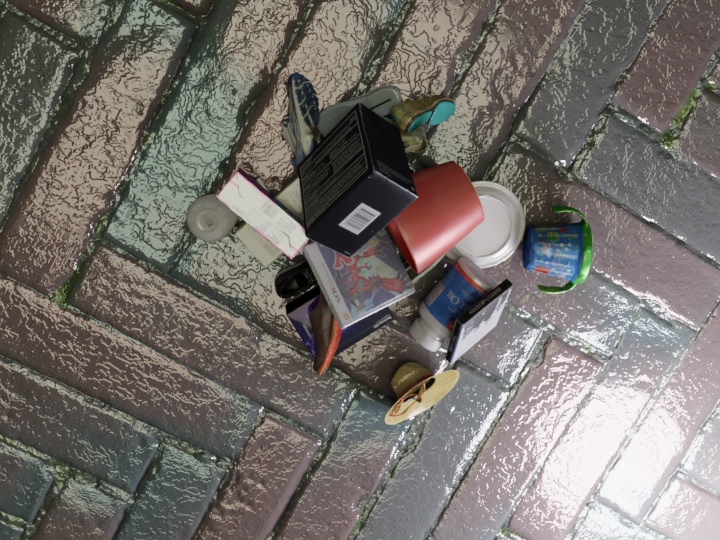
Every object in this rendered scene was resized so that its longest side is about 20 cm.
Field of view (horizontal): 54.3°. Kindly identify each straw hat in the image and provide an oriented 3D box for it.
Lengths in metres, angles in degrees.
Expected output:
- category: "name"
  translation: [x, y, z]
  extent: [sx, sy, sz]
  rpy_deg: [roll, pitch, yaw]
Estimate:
- category: "straw hat"
  translation: [0.119, 0.256, 1.594]
  extent: [0.200, 0.201, 0.085]
  rpy_deg: [-37, 61, 1]

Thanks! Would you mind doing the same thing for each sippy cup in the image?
- category: "sippy cup"
  translation: [0.431, -0.045, 1.558]
  extent: [0.129, 0.140, 0.179]
  rpy_deg: [5, 79, 2]

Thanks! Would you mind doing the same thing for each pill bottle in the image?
- category: "pill bottle"
  translation: [0.200, 0.080, 1.550]
  extent: [0.112, 0.112, 0.200]
  rpy_deg: [34, 108, -13]

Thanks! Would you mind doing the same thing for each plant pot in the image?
- category: "plant pot"
  translation: [0.144, -0.123, 1.441]
  extent: [0.176, 0.200, 0.201]
  rpy_deg: [-29, 104, 0]

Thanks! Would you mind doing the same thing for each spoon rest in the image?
- category: "spoon rest"
  translation: [-0.279, -0.133, 1.485]
  extent: [0.199, 0.061, 0.100]
  rpy_deg: [-29, 103, 13]

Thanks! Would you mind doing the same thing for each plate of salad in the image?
- category: "plate of salad"
  translation: [0.263, -0.102, 1.554]
  extent: [0.198, 0.048, 0.202]
  rpy_deg: [0, 111, 0]

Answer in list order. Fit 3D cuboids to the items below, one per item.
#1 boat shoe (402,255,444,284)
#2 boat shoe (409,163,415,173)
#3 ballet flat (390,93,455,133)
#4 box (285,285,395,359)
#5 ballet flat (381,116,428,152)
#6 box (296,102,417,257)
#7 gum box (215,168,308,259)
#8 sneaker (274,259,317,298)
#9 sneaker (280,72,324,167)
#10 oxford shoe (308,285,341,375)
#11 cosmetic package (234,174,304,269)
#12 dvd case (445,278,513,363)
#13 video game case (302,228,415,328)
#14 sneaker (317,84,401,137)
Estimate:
- category: "boat shoe"
  translation: [0.120, -0.016, 1.538]
  extent: [0.060, 0.076, 0.200]
  rpy_deg: [43, 100, -7]
- category: "boat shoe"
  translation: [0.025, -0.225, 1.481]
  extent: [0.200, 0.086, 0.075]
  rpy_deg: [19, 99, -11]
- category: "ballet flat"
  translation: [0.128, -0.332, 1.443]
  extent: [0.070, 0.200, 0.071]
  rpy_deg: [16, 119, 31]
- category: "box"
  translation: [-0.045, 0.092, 1.547]
  extent: [0.199, 0.079, 0.142]
  rpy_deg: [-32, 107, 0]
- category: "ballet flat"
  translation: [0.063, -0.275, 1.444]
  extent: [0.199, 0.067, 0.064]
  rpy_deg: [-3, 66, -39]
- category: "box"
  translation: [-0.011, -0.172, 1.348]
  extent: [0.123, 0.199, 0.200]
  rpy_deg: [25, 130, -36]
- category: "gum box"
  translation: [-0.184, -0.111, 1.390]
  extent: [0.200, 0.114, 0.066]
  rpy_deg: [41, 94, -12]
- category: "sneaker"
  translation: [-0.094, 0.000, 1.513]
  extent: [0.199, 0.088, 0.076]
  rpy_deg: [-36, 104, 1]
- category: "sneaker"
  translation: [-0.131, -0.301, 1.443]
  extent: [0.085, 0.077, 0.202]
  rpy_deg: [-1, 108, 28]
- category: "oxford shoe"
  translation: [-0.077, 0.119, 1.483]
  extent: [0.072, 0.071, 0.202]
  rpy_deg: [15, 94, 8]
- category: "cosmetic package"
  translation: [-0.160, -0.110, 1.489]
  extent: [0.200, 0.071, 0.105]
  rpy_deg: [-39, 103, 2]
- category: "dvd case"
  translation: [0.254, 0.113, 1.522]
  extent: [0.150, 0.200, 0.025]
  rpy_deg: [-36, 67, -20]
- category: "video game case"
  translation: [0.000, 0.000, 1.458]
  extent: [0.199, 0.023, 0.183]
  rpy_deg: [-24, 87, -32]
- category: "sneaker"
  translation: [-0.002, -0.329, 1.467]
  extent: [0.198, 0.071, 0.074]
  rpy_deg: [-15, 106, 18]
